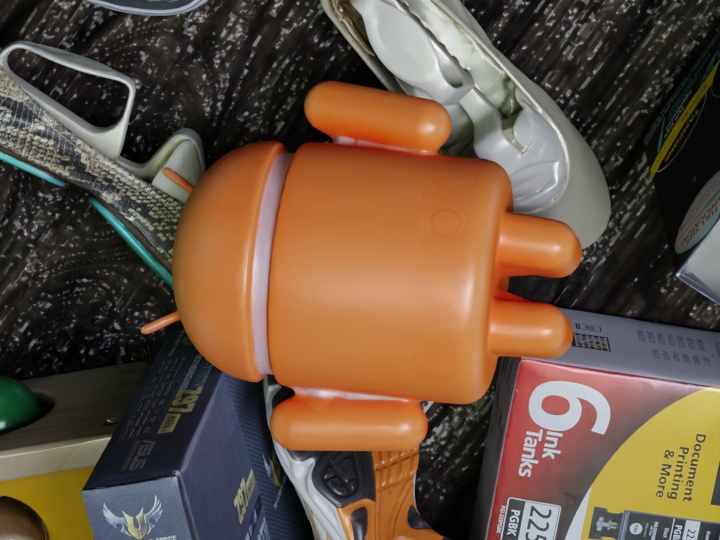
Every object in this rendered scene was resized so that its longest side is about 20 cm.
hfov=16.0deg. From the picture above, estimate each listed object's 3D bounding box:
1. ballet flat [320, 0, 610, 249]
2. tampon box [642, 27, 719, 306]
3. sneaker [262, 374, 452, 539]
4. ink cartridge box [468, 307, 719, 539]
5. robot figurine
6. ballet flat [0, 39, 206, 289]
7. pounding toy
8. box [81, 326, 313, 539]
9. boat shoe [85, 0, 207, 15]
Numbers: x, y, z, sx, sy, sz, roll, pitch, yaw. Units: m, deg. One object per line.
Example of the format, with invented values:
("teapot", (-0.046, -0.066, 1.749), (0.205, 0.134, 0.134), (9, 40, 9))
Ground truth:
("ballet flat", (0.049, -0.079, 1.224), (0.069, 0.069, 0.200), (-38, 104, 13))
("tampon box", (0.224, -0.054, 1.157), (0.126, 0.200, 0.150), (32, 106, -9))
("sneaker", (-0.004, 0.128, 1.268), (0.076, 0.200, 0.092), (-13, 156, -29))
("ink cartridge box", (0.146, 0.132, 1.284), (0.175, 0.084, 0.201), (8, 109, -2))
("robot figurine", (0.000, -0.002, 1.185), (0.199, 0.117, 0.144), (5, 125, 8))
("ballet flat", (-0.125, -0.056, 1.242), (0.200, 0.068, 0.075), (36, 90, -8))
("pounding toy", (-0.188, 0.134, 1.263), (0.184, 0.142, 0.201), (-9, 109, 4))
("box", (-0.070, 0.129, 1.228), (0.051, 0.200, 0.158), (-11, 108, 11))
("boat shoe", (-0.159, -0.172, 1.203), (0.200, 0.057, 0.069), (25, 107, -7))
